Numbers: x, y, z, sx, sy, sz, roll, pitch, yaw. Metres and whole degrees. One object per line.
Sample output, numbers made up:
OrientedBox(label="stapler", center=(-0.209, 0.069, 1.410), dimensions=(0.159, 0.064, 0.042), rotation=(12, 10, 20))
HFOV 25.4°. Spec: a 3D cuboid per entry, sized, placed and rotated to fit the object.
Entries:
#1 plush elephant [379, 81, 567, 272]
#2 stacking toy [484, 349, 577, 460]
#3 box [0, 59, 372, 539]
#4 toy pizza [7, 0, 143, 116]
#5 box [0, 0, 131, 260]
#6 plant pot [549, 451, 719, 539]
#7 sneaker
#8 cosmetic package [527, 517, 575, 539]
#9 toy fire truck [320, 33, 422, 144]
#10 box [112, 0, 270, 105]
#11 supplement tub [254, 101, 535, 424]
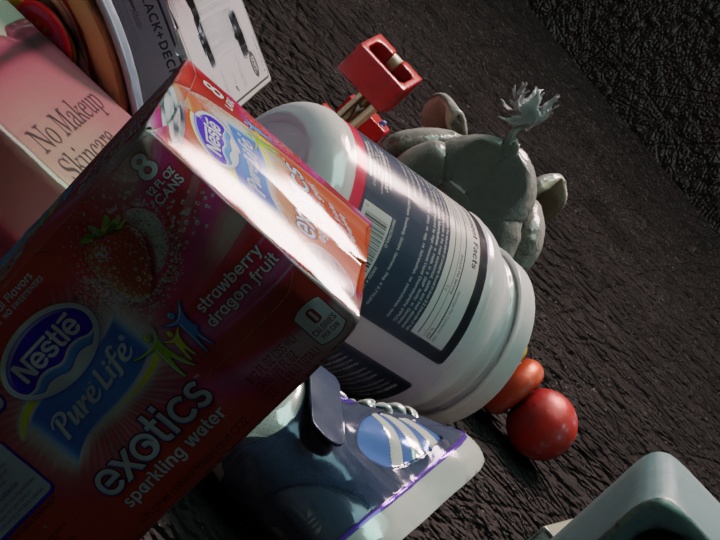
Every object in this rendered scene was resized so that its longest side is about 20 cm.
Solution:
OrientedBox(label="plush elephant", center=(0.094, -0.066, 1.365), dimensions=(0.164, 0.200, 0.155), rotation=(39, -2, 6))
OrientedBox(label="stacking toy", center=(0.091, 0.057, 1.205), dimensions=(0.200, 0.085, 0.085), rotation=(52, 17, 1))
OrientedBox(label="box", center=(-0.097, 0.033, 0.590), dimensions=(0.100, 0.200, 0.096), rotation=(41, 19, -13))
OrientedBox(label="toy pizza", center=(-0.181, -0.119, 0.842), dimensions=(0.032, 0.201, 0.200), rotation=(-30, 72, -29))
OrientedBox(label="box", center=(-0.153, -0.021, 0.739), dimensions=(0.200, 0.109, 0.128), rotation=(43, 18, -9))
OrientedBox(label="plant pot", center=(0.142, 0.204, 0.771), dimensions=(0.196, 0.196, 0.200), rotation=(45, 16, -1))
OrientedBox(label="sneaker", center=(-0.017, 0.081, 0.872), dimensions=(0.147, 0.081, 0.200), rotation=(52, 23, 6))
OrientedBox(label="cosmetic package", center=(0.152, 0.210, 0.989), dimensions=(0.104, 0.073, 0.200), rotation=(52, 19, 20))
OrientedBox(label="toy fire truck", center=(-0.003, -0.124, 1.271), dimensions=(0.049, 0.141, 0.200), rotation=(46, 17, 2))
OrientedBox(label="box", center=(-0.128, -0.162, 1.135), dimensions=(0.200, 0.060, 0.117), rotation=(-67, 138, -72))
OrientedBox(label="supplement tub", center=(0.000, 0.000, 0.997), dimensions=(0.200, 0.140, 0.141), rotation=(34, 20, -34))
